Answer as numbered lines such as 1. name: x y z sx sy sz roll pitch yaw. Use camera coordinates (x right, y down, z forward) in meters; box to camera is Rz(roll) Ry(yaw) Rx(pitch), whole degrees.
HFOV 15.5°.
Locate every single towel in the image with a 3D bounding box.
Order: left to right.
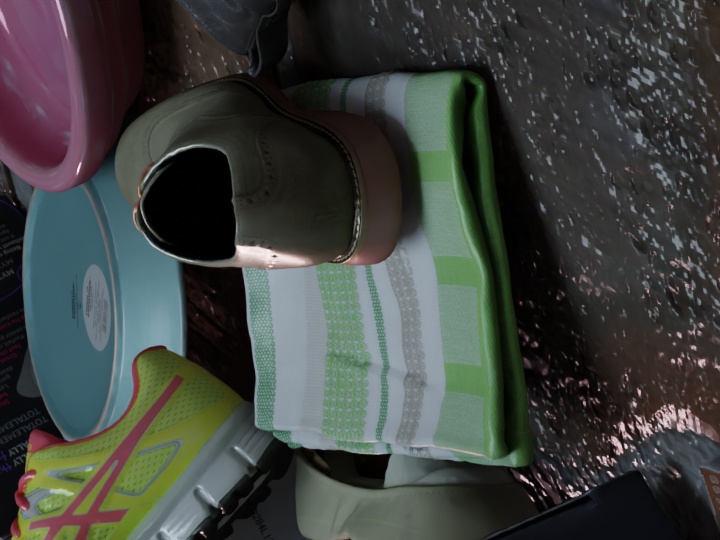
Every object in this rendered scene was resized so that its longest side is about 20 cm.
1. towel: 0.000 0.000 1.023 0.200 0.030 0.150 0 100 65

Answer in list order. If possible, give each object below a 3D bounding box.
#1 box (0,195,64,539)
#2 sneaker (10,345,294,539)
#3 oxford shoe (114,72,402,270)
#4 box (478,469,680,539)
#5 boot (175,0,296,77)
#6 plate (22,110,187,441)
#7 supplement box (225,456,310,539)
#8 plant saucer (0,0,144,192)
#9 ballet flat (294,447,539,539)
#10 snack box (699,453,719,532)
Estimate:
1. box: -0.192 0.078 1.431 0.200 0.122 0.106 50 153 30
2. sneaker: -0.123 0.115 1.145 0.090 0.200 0.078 45 -179 11
3. oxford shoe: -0.060 -0.038 1.024 0.200 0.073 0.071 8 104 62
4. box: 0.031 0.197 0.965 0.118 0.196 0.200 60 161 27
5. boot: -0.064 -0.175 0.969 0.201 0.069 0.174 62 156 -2
6. plate: -0.131 0.015 1.279 0.200 0.025 0.202 176 90 -65
7. supplement box: -0.068 0.152 1.276 0.102 0.103 0.200 58 158 9
8. plant saucer: -0.156 -0.137 1.216 0.201 0.051 0.201 46 150 37
9. ballet flat: 0.021 0.090 1.080 0.200 0.069 0.070 -2 113 66
10. snack box: 0.168 0.155 0.876 0.072 0.024 0.201 11 124 63
